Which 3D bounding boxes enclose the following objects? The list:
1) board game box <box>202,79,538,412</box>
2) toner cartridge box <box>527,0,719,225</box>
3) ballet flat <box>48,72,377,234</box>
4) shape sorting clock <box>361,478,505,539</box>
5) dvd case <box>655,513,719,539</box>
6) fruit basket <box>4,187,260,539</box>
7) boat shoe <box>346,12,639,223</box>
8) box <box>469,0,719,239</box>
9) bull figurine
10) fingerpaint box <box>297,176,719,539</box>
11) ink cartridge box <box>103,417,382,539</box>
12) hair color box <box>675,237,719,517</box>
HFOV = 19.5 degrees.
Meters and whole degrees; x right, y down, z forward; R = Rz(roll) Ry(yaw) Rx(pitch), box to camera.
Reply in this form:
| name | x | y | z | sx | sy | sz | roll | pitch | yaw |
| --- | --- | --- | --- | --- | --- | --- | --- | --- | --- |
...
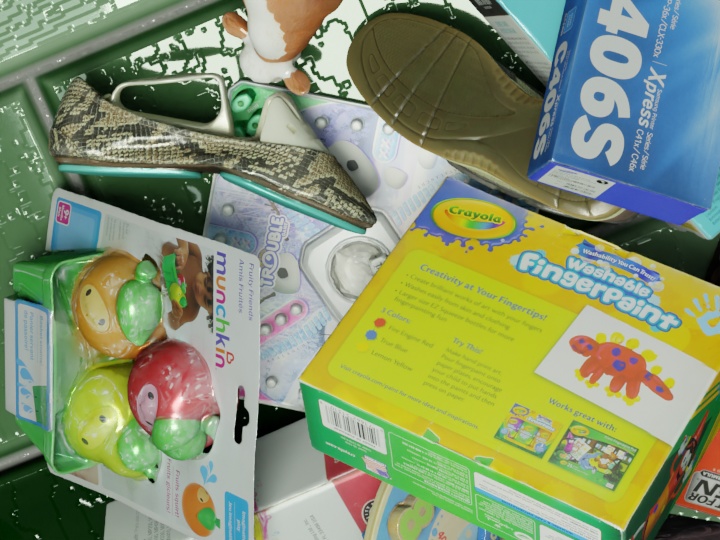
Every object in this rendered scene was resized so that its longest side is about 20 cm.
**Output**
| name | x | y | z | sx | sy | sz | roll | pitch | yaw |
| --- | --- | --- | --- | --- | --- | --- | --- | --- | --- |
| board game box | 0.000 | 0.000 | 1.286 | 0.199 | 0.026 | 0.201 | 11 | 106 | 0 |
| toner cartridge box | 0.161 | -0.135 | 1.148 | 0.095 | 0.043 | 0.201 | 16 | 76 | -12 |
| ballet flat | -0.082 | -0.077 | 1.228 | 0.199 | 0.068 | 0.076 | 12 | 90 | 4 |
| shape sorting clock | 0.072 | 0.174 | 1.235 | 0.039 | 0.200 | 0.201 | -1 | 109 | 40 |
| dvd case | 0.146 | 0.171 | 1.172 | 0.200 | 0.149 | 0.016 | -13 | 100 | -37 |
| fruit basket | -0.130 | 0.060 | 1.227 | 0.094 | 0.200 | 0.186 | -10 | 110 | -37 |
| boat shoe | 0.078 | -0.081 | 1.218 | 0.201 | 0.066 | 0.072 | 32 | 83 | 26 |
| box | 0.145 | -0.109 | 1.217 | 0.049 | 0.082 | 0.200 | -43 | 100 | -1 |
| bull figurine | -0.035 | -0.193 | 1.185 | 0.065 | 0.200 | 0.121 | 31 | 66 | 29 |
| fingerpaint box | 0.095 | 0.059 | 1.164 | 0.200 | 0.167 | 0.073 | 23 | 148 | 22 |
| ink cartridge box | -0.040 | 0.179 | 1.291 | 0.200 | 0.083 | 0.146 | -23 | 120 | 9 |
| hair color box | 0.235 | 0.039 | 1.246 | 0.061 | 0.102 | 0.200 | 16 | 105 | -6 |
